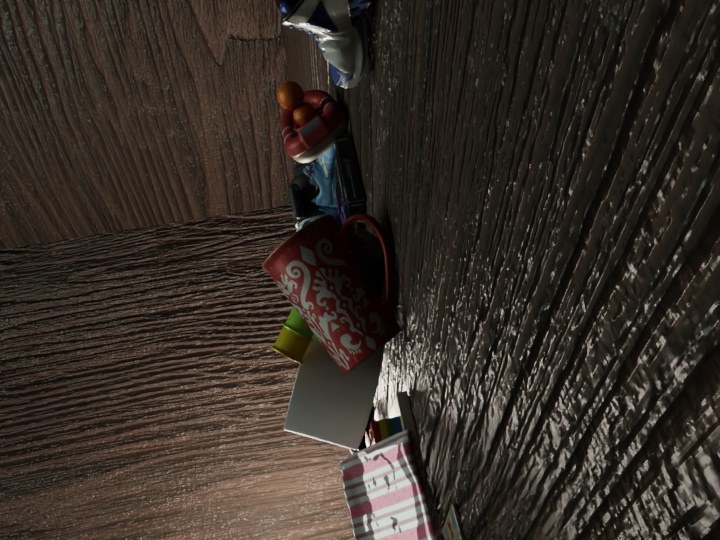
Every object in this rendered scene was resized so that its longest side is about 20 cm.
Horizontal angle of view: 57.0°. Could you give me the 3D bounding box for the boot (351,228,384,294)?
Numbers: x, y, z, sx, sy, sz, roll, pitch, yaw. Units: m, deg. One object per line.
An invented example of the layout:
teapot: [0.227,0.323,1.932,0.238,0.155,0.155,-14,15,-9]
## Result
boot: [0.000,0.000,1.115,0.187,0.063,0.203,-126,22,-49]

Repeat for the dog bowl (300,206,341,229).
dog bowl: [-0.066,-0.062,1.363,0.200,0.048,0.114,-54,-43,-62]

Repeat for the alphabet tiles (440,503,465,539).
alphabet tiles: [0.125,0.402,0.816,0.202,0.007,0.170,91,168,-54]

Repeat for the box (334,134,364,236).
box: [-0.022,-0.136,1.260,0.201,0.035,0.146,95,165,-61]

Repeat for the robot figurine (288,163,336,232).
robot figurine: [-0.100,-0.150,1.523,0.125,0.147,0.205,135,127,-66]

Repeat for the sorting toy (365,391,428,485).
sorting toy: [0.055,0.324,1.055,0.200,0.068,0.204,94,166,-63]

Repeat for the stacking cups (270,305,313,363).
stacking cups: [-0.077,0.046,1.078,0.061,0.060,0.203,136,159,-82]

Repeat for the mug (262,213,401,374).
mug: [-0.027,0.029,0.967,0.202,0.133,0.177,55,137,6]

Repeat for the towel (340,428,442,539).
towel: [0.039,0.341,0.928,0.145,0.030,0.204,-33,57,32]

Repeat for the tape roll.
tape roll: [-0.046,0.200,1.178,0.203,0.136,0.207,-164,90,-89]

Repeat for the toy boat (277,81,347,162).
toy boat: [-0.110,-0.303,1.270,0.131,0.129,0.201,52,-173,-27]

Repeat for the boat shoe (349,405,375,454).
boat shoe: [0.006,0.404,1.552,0.094,0.073,0.203,-95,2,-52]

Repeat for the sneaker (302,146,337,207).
sneaker: [-0.081,-0.228,1.407,0.079,0.088,0.205,-116,21,-68]

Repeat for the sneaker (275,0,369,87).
sneaker: [-0.050,-0.323,0.832,0.200,0.112,0.082,96,167,-64]
